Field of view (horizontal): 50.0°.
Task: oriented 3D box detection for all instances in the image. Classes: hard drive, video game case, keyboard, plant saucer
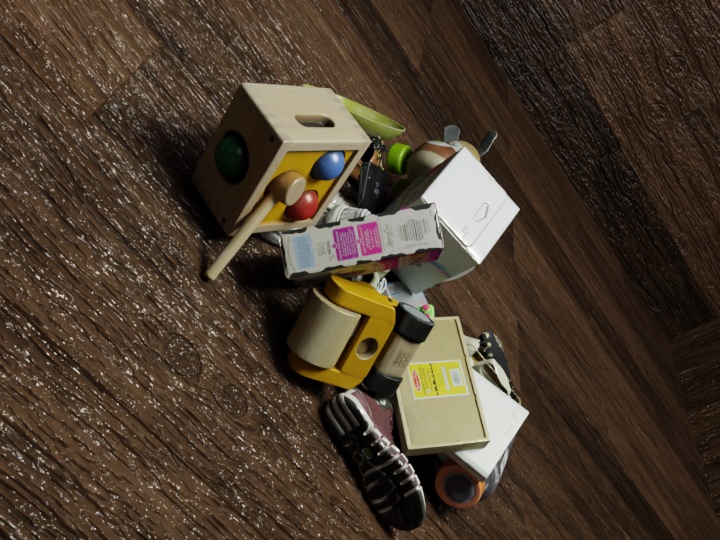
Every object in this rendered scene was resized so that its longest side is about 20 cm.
[{"bbox_3d":[0.133,0.195,1.134,0.199,0.026,0.132,37,56,12],"label":"hard drive"},{"bbox_3d":[0.104,0.110,1.336,0.143,0.018,0.202,-10,74,-64],"label":"video game case"},{"bbox_3d":[0.024,-0.158,1.288,0.200,0.020,0.129,-2,103,-79],"label":"keyboard"},{"bbox_3d":[-0.016,-0.275,1.364,0.198,0.031,0.200,23,16,-7],"label":"plant saucer"}]

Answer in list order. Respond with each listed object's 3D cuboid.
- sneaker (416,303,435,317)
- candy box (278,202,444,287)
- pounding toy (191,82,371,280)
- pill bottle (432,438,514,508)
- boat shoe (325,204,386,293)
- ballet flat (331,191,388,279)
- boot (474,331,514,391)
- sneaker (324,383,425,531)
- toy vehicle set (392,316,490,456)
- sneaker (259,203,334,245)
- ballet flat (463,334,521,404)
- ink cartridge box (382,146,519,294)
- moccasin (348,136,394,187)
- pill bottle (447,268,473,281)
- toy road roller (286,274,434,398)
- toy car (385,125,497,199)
[{"bbox_3d":[0.097,0.149,1.233,0.084,0.076,0.203,42,43,-46],"label":"sneaker"},{"bbox_3d":[0.003,-0.030,0.998,0.136,0.197,0.062,74,5,-84],"label":"candy box"},{"bbox_3d":[-0.110,-0.111,0.959,0.199,0.185,0.143,-11,57,-48],"label":"pounding toy"},{"bbox_3d":[0.173,0.285,1.197,0.107,0.105,0.200,60,26,-4],"label":"pill bottle"},{"bbox_3d":[0.001,-0.002,1.129,0.075,0.064,0.204,-48,136,-46],"label":"boat shoe"},{"bbox_3d":[-0.016,-0.073,1.235,0.201,0.062,0.068,58,26,-10],"label":"ballet flat"},{"bbox_3d":[0.229,0.180,1.444,0.203,0.073,0.155,41,30,-45],"label":"boot"},{"bbox_3d":[0.037,0.235,1.031,0.202,0.075,0.115,61,23,-3],"label":"sneaker"},{"bbox_3d":[0.104,0.162,1.116,0.122,0.027,0.202,-1,57,-14],"label":"toy vehicle set"},{"bbox_3d":[-0.078,-0.079,1.114,0.199,0.070,0.074,0,65,-59],"label":"sneaker"},{"bbox_3d":[0.195,0.160,1.292,0.200,0.075,0.068,48,50,5],"label":"ballet flat"},{"bbox_3d":[0.132,-0.079,1.289,0.145,0.199,0.146,47,58,-9],"label":"ink cartridge box"},{"bbox_3d":[0.004,-0.203,1.378,0.201,0.077,0.074,32,36,-46],"label":"moccasin"},{"bbox_3d":[0.151,-0.089,1.505,0.111,0.110,0.202,28,42,-49],"label":"pill bottle"},{"bbox_3d":[-0.014,0.073,1.035,0.198,0.124,0.146,21,14,-36],"label":"toy road roller"},{"bbox_3d":[0.169,-0.206,1.425,0.201,0.163,0.159,-54,146,-31],"label":"toy car"}]
